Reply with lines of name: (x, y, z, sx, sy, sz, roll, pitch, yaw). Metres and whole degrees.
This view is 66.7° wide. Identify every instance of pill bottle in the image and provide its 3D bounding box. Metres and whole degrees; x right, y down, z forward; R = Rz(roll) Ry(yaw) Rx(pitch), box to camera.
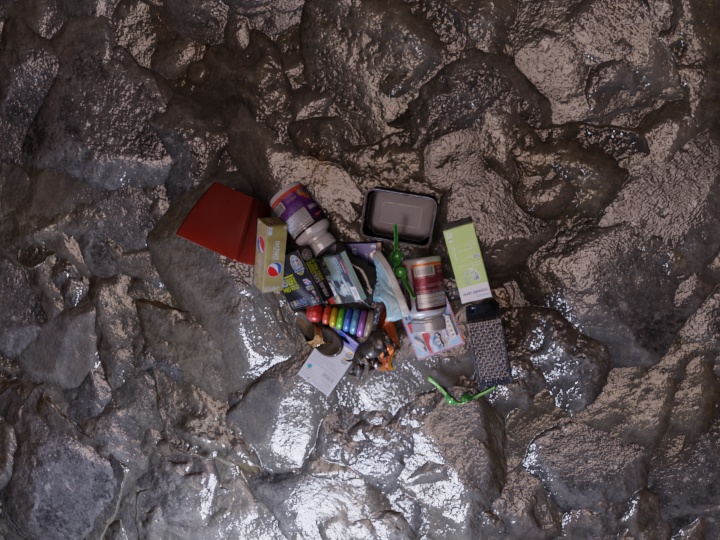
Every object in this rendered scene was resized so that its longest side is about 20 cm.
pill bottle: (0.179, 0.065, 1.517, 0.112, 0.114, 0.204, -7, 91, 11)
pill bottle: (-0.157, -0.140, 1.543, 0.111, 0.111, 0.201, -37, 87, 15)

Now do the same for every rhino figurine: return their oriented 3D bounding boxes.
rhino figurine: (0.024, 0.243, 1.565, 0.200, 0.059, 0.088, -47, 67, 33)

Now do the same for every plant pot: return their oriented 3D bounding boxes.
plant pot: (-0.363, -0.135, 1.552, 0.198, 0.200, 0.178, 23, 91, 11)

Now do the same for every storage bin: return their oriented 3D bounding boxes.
storage bin: (0.353, 0.200, 1.506, 0.092, 0.135, 0.203, -11, 99, 12)
storage bin: (0.108, -0.149, 1.512, 0.197, 0.094, 0.137, 11, 103, 9)

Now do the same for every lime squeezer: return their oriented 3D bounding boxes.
lime squeezer: (0.111, -0.018, 1.465, 0.070, 0.037, 0.203, -24, 77, 55)
lime squeezer: (0.294, 0.361, 1.611, 0.197, 0.038, 0.072, 6, 71, 8)

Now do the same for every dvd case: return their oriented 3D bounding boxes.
dvd case: (-0.075, 0.026, 1.550, 0.199, 0.022, 0.148, -11, 107, 55)

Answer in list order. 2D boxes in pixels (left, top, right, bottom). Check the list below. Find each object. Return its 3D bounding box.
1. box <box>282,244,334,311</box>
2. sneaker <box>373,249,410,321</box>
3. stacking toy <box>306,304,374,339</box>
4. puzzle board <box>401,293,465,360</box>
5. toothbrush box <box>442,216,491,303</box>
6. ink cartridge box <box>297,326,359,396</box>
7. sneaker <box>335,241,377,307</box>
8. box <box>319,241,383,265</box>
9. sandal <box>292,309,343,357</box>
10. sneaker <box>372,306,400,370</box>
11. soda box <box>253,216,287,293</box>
box: (-0.172, 0.025, 1.563, 0.199, 0.044, 0.162, -17, 101, 55)
sneaker: (0.062, 0.043, 1.489, 0.081, 0.074, 0.202, -23, 73, 2)
stacking toy: (-0.061, 0.139, 1.594, 0.197, 0.085, 0.087, 12, 104, 1)
puzzle board: (0.199, 0.148, 1.595, 0.149, 0.017, 0.202, -22, 97, 14)
toothbrush box: (0.286, -0.032, 1.476, 0.085, 0.146, 0.203, -14, 98, 12)
ink cartridge box: (-0.090, 0.267, 1.660, 0.119, 0.042, 0.201, 35, 107, 4)
sneaker: (0.000, 0.000, 1.548, 0.090, 0.076, 0.202, -32, 93, -4)
box: (-0.031, -0.021, 1.596, 0.197, 0.032, 0.123, -1, 101, 11)
sandal: (-0.135, 0.185, 1.615, 0.200, 0.054, 0.082, 41, 107, 23)
sneaker: (0.083, 0.196, 1.609, 0.076, 0.073, 0.203, 4, 109, -8)
soda box: (-0.253, -0.043, 1.531, 0.068, 0.063, 0.203, 36, 124, 47)
